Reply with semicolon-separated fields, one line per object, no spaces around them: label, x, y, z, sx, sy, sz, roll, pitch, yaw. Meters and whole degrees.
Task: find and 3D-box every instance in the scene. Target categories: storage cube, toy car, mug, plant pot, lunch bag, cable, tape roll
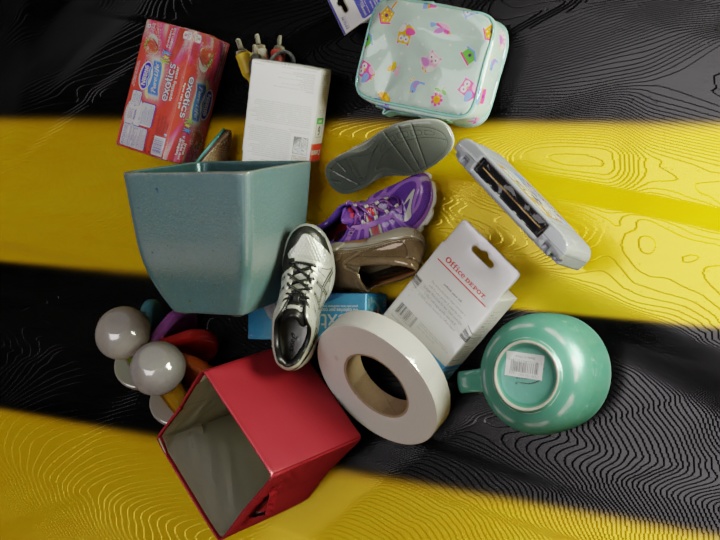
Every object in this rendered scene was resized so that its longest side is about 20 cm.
storage cube;-0.140;0.234;1.581;0.201;0.179;0.171;52;129;19
toy car;-0.293;0.123;1.721;0.150;0.176;0.200;-42;64;-17
mug;0.217;0.141;1.448;0.185;0.114;0.152;-44;69;19
plant pot;-0.190;-0.045;1.582;0.194;0.196;0.202;2;101;23
lunch bag;0.093;-0.281;1.557;0.198;0.077;0.162;16;97;28
cable;-0.137;-0.255;1.715;0.096;0.050;0.202;-2;99;12
tape roll;0.029;0.144;1.531;0.202;0.037;0.204;28;140;26

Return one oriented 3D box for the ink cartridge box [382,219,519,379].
ink cartridge box;0.125;0.043;1.530;0.116;0.067;0.200;46;109;21

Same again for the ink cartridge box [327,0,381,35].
ink cartridge box;0.042;-0.424;1.615;0.199;0.037;0.095;-31;75;22

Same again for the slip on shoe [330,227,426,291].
slip on shoe;0.000;0.000;1.579;0.198;0.076;0.061;-15;49;25

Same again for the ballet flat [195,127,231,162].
ballet flat;-0.247;-0.129;1.752;0.065;0.071;0.200;43;110;-4

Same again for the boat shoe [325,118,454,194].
boat shoe;0.044;-0.164;1.576;0.201;0.065;0.075;-21;106;33

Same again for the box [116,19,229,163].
box;-0.288;-0.271;1.754;0.099;0.095;0.202;18;96;27

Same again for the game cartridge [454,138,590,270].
game cartridge;0.209;-0.084;1.452;0.042;0.133;0.200;-48;68;19

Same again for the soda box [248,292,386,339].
soda box;-0.063;0.066;1.634;0.198;0.064;0.069;-1;87;28

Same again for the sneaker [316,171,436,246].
sneaker;0.018;-0.072;1.578;0.199;0.083;0.081;-31;61;24

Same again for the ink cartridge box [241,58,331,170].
ink cartridge box;-0.112;-0.201;1.664;0.108;0.050;0.202;11;102;14

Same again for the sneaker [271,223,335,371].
sneaker;-0.077;0.038;1.533;0.075;0.088;0.202;6;94;3
